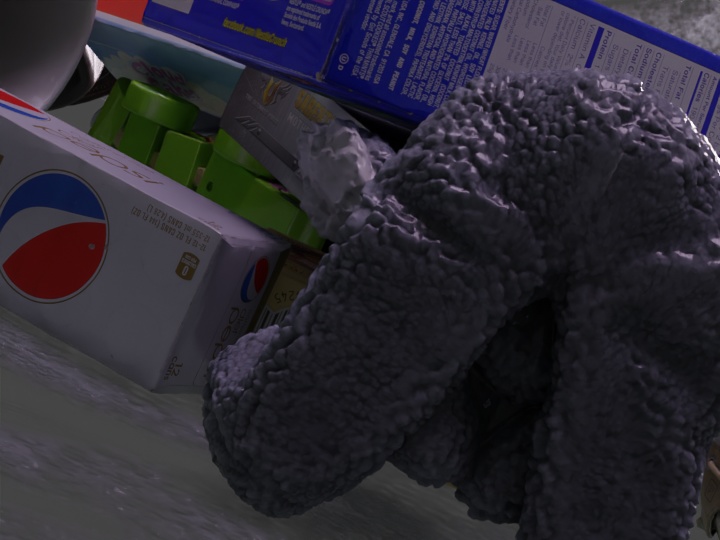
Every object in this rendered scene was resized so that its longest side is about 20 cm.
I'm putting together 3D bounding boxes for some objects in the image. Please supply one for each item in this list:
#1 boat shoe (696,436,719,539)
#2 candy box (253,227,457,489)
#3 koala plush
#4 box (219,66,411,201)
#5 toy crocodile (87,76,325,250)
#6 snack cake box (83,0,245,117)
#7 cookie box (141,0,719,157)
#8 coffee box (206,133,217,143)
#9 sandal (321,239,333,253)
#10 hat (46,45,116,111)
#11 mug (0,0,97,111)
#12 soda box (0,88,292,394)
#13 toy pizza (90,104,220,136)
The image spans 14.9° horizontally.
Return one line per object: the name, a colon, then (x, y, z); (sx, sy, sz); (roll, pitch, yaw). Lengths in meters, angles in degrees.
boat shoe: (0.181, 0.097, 1.230); (0.075, 0.068, 0.200); (25, 5, -17)
candy box: (0.037, 0.051, 1.136); (0.200, 0.055, 0.115); (25, 8, -2)
koala plush: (0.051, 0.006, 0.997); (0.177, 0.184, 0.200); (25, 8, -8)
box: (0.047, -0.027, 1.238); (0.158, 0.048, 0.200); (19, 14, -34)
toy crocodile: (-0.076, -0.045, 1.365); (0.062, 0.068, 0.200); (15, 10, -42)
snack cake box: (-0.043, -0.134, 1.399); (0.200, 0.115, 0.067); (22, -21, 42)
cookie box: (0.037, -0.092, 1.136); (0.200, 0.075, 0.171); (20, 3, -31)
coffee box: (0.014, -0.044, 1.567); (0.123, 0.044, 0.200); (-10, -19, 39)
sandal: (0.000, 0.001, 1.348); (0.057, 0.080, 0.201); (46, -3, -40)
hat: (-0.180, -0.143, 1.483); (0.201, 0.201, 0.081); (22, 41, -19)
mug: (-0.259, -0.165, 1.381); (0.200, 0.133, 0.178); (26, -4, 31)
soda box: (-0.130, -0.024, 1.069); (0.200, 0.068, 0.064); (28, 8, 24)
toy pizza: (-0.052, -0.093, 1.541); (0.200, 0.032, 0.200); (-3, -11, -1)
